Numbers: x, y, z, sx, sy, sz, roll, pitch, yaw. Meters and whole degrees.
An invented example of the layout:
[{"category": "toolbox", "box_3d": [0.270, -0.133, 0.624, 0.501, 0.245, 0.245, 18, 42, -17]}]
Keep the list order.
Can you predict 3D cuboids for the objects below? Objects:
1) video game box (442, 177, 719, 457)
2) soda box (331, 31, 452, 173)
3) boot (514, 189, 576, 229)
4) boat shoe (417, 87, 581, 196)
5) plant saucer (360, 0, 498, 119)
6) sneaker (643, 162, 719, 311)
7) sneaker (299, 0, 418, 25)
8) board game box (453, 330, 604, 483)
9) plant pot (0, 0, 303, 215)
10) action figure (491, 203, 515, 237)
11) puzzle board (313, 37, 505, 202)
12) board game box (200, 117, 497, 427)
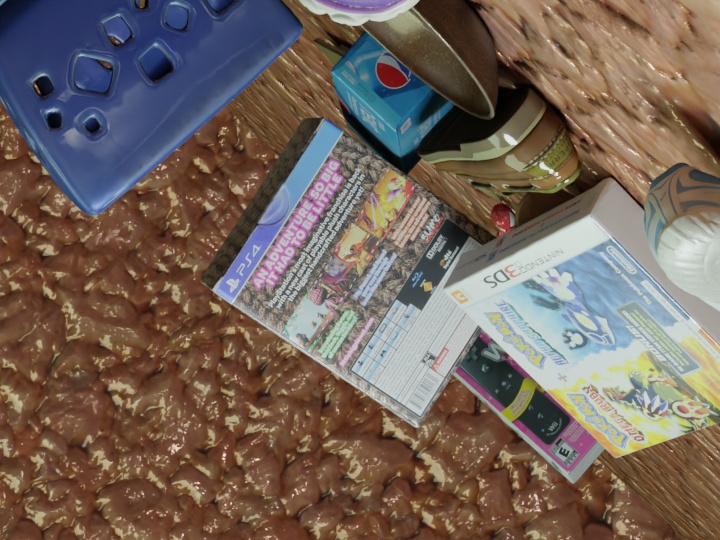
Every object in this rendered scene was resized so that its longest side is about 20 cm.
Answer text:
[{"category": "video game box", "box_3d": [0.184, 0.040, 1.342, 0.200, 0.047, 0.182, 43, 147, -13]}, {"category": "soda box", "box_3d": [0.027, -0.134, 1.431, 0.068, 0.064, 0.200, 42, 176, 7]}, {"category": "boot", "box_3d": [0.157, -0.014, 1.464, 0.201, 0.071, 0.144, 40, 178, -33]}, {"category": "boat shoe", "box_3d": [0.096, -0.083, 1.299, 0.068, 0.072, 0.200, 43, 177, -13]}, {"category": "plant saucer", "box_3d": [0.025, -0.181, 1.215, 0.200, 0.037, 0.200, 42, 176, 3]}, {"category": "sneaker", "box_3d": [0.233, 0.009, 1.012, 0.200, 0.072, 0.073, 38, -146, -26]}, {"category": "sneaker", "box_3d": [-0.038, -0.224, 1.087, 0.200, 0.081, 0.084, 43, 171, 18]}, {"category": "board game box", "box_3d": [0.181, 0.086, 1.809, 0.200, 0.148, 0.064, 41, 179, 21]}, {"category": "plant pot", "box_3d": [-0.182, -0.179, 1.285, 0.180, 0.200, 0.200, 51, 174, -18]}, {"category": "action figure", "box_3d": [0.175, 0.006, 1.599, 0.200, 0.065, 0.052, 44, -151, -30]}, {"category": "puzzle board", "box_3d": [0.045, -0.142, 1.672, 0.151, 0.017, 0.200, 46, 175, -31]}, {"category": "board game box", "box_3d": [0.000, 0.000, 1.462, 0.199, 0.160, 0.097, 35, 177, -11]}]
